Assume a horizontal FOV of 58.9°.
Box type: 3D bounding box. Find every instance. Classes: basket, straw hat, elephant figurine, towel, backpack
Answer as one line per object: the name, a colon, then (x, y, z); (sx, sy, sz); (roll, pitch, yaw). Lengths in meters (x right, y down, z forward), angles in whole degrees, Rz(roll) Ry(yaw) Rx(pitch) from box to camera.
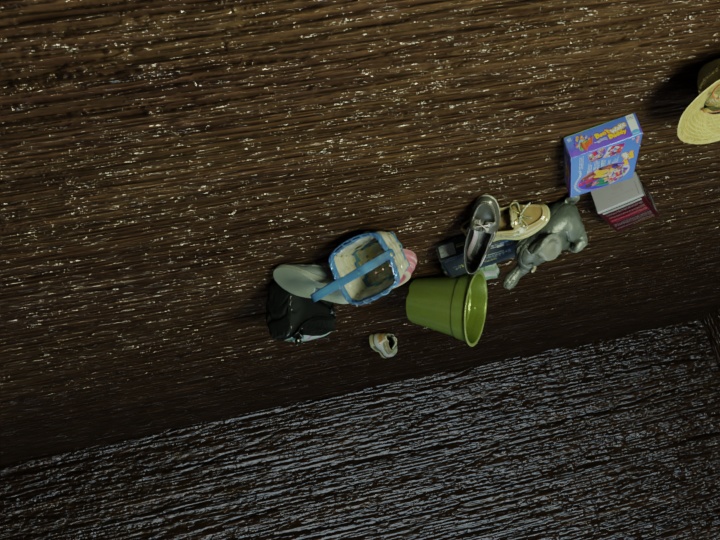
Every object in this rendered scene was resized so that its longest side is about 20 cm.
basket: (0.000, 0.000, 1.367); (0.175, 0.141, 0.200); (-27, -174, 32)
straw hat: (0.604, -0.306, 1.055); (0.197, 0.087, 0.202); (-11, 154, -5)
elephant figurine: (0.415, -0.066, 1.472); (0.197, 0.158, 0.141); (-25, -175, -16)
towel: (0.308, 0.000, 1.777); (0.147, 0.031, 0.200); (-19, 159, 12)
backpack: (-0.149, 0.103, 1.611); (0.125, 0.171, 0.199); (-1, 172, 32)

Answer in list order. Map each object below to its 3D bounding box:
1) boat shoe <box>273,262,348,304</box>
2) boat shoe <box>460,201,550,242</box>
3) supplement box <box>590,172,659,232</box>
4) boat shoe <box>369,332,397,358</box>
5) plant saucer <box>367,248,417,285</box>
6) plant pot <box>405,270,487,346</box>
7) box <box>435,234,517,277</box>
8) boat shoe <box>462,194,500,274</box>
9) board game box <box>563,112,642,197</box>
boat shoe: (-0.103, 0.021, 1.487); (0.197, 0.072, 0.071); (15, 126, -1)
boat shoe: (0.325, -0.107, 1.434); (0.197, 0.075, 0.062); (-19, 154, 25)
supplement box: (0.627, -0.158, 1.506); (0.108, 0.062, 0.199); (-23, 157, 28)
boat shoe: (0.100, 0.270, 2.307); (0.067, 0.076, 0.200); (-14, 160, 20)
plant saucer: (0.050, 0.008, 1.603); (0.196, 0.052, 0.201); (-12, 161, -4)
plant pot: (0.229, 0.091, 1.740); (0.187, 0.204, 0.199); (7, 170, 27)
box: (0.299, -0.052, 1.599); (0.197, 0.052, 0.158); (-18, 160, 13)
boat shoe: (0.265, -0.073, 1.404); (0.066, 0.058, 0.202); (14, 138, 10)
board game box: (0.474, -0.221, 1.260); (0.132, 0.046, 0.200); (-18, 160, 12)
